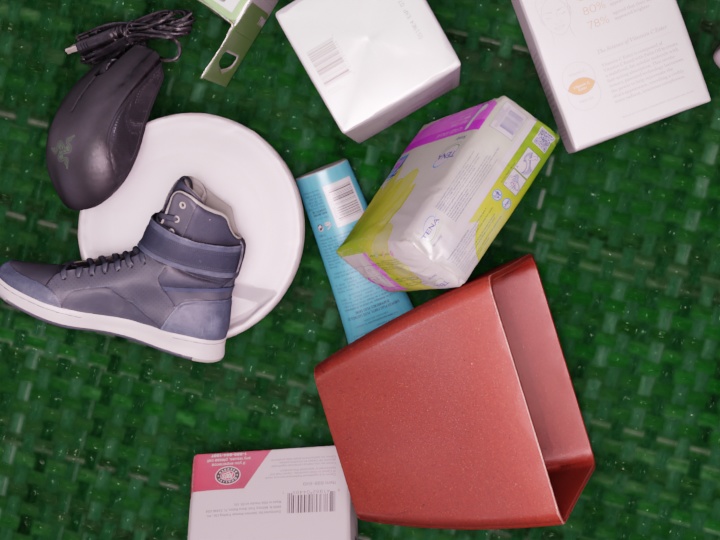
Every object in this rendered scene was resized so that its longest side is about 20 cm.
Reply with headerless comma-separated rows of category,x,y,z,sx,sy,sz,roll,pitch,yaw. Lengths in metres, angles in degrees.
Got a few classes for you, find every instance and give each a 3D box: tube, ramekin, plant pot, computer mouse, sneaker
tube,0.000,0.000,1.272,0.077,0.050,0.200,-20,97,9
ramekin,-0.145,-0.038,1.254,0.202,0.094,0.203,0,93,4
plant pot,0.075,0.113,1.182,0.176,0.200,0.200,-16,91,18
computer mouse,-0.227,-0.147,1.208,0.138,0.053,0.200,-8,57,33
sneaker,-0.196,-0.018,1.166,0.202,0.077,0.146,14,106,-6

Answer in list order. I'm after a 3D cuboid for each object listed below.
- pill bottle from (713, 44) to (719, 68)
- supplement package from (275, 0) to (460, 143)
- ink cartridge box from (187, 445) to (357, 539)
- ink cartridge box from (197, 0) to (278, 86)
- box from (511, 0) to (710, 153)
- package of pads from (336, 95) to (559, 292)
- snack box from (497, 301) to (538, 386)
pill bottle,0.408,-0.147,1.199,0.111,0.111,0.200,-42,89,5
supplement package,0.012,-0.184,1.181,0.109,0.200,0.114,-30,90,4
ink cartridge box,-0.075,0.262,1.219,0.145,0.085,0.200,-4,51,5
ink cartridge box,-0.099,-0.265,1.233,0.059,0.104,0.200,33,95,2
box,0.206,-0.217,1.217,0.124,0.097,0.200,-20,92,5
package of pads,0.064,-0.057,1.166,0.068,0.200,0.155,37,77,-13
snack box,0.109,0.126,1.279,0.072,0.024,0.200,11,94,5
